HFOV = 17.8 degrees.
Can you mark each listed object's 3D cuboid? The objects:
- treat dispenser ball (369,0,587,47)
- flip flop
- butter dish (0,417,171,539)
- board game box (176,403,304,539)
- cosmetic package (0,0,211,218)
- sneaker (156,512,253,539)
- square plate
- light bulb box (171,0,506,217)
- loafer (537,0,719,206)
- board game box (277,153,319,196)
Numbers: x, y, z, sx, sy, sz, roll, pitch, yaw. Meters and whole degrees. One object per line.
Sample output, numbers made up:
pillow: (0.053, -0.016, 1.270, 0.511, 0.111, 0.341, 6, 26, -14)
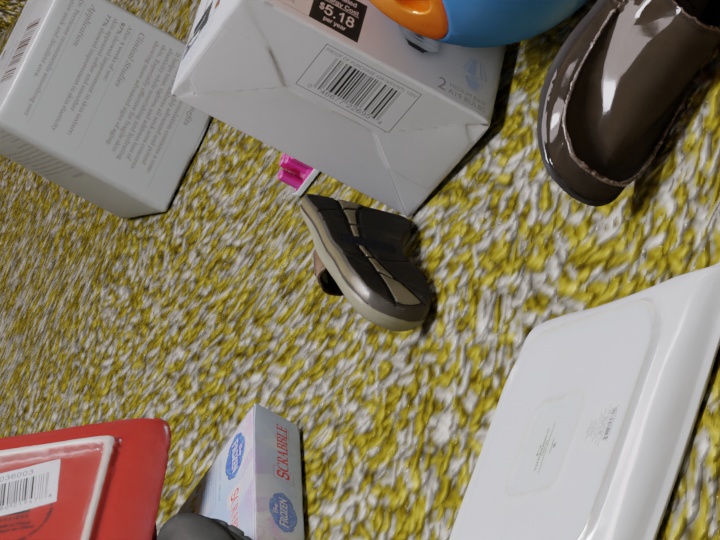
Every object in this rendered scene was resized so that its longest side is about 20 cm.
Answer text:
treat dispenser ball: (0.076, -0.245, 1.484, 0.201, 0.200, 0.201, -52, 20, 27)
flip flop: (0.000, 0.000, 1.557, 0.200, 0.081, 0.058, -115, 40, -62)
butter dish: (-0.217, 0.217, 1.591, 0.199, 0.148, 0.200, -10, 39, 15)
board game box: (-0.106, 0.221, 1.553, 0.200, 0.041, 0.200, -55, 18, 23)
cosmetic package: (-0.271, -0.171, 2.348, 0.168, 0.200, 0.166, -65, 18, -11)
sneaker: (-0.096, 0.219, 1.376, 0.076, 0.091, 0.200, -52, 38, 24)
square plate: (0.106, 0.093, 1.175, 0.198, 0.028, 0.201, -25, 41, 63)
light bulb box: (-0.004, -0.181, 1.613, 0.125, 0.198, 0.200, -46, 23, 46)
loafer: (0.161, -0.131, 1.278, 0.201, 0.073, 0.071, -66, 16, -13)
board game box: (-0.006, -0.187, 1.920, 0.200, 0.026, 0.200, -51, 20, 29)
